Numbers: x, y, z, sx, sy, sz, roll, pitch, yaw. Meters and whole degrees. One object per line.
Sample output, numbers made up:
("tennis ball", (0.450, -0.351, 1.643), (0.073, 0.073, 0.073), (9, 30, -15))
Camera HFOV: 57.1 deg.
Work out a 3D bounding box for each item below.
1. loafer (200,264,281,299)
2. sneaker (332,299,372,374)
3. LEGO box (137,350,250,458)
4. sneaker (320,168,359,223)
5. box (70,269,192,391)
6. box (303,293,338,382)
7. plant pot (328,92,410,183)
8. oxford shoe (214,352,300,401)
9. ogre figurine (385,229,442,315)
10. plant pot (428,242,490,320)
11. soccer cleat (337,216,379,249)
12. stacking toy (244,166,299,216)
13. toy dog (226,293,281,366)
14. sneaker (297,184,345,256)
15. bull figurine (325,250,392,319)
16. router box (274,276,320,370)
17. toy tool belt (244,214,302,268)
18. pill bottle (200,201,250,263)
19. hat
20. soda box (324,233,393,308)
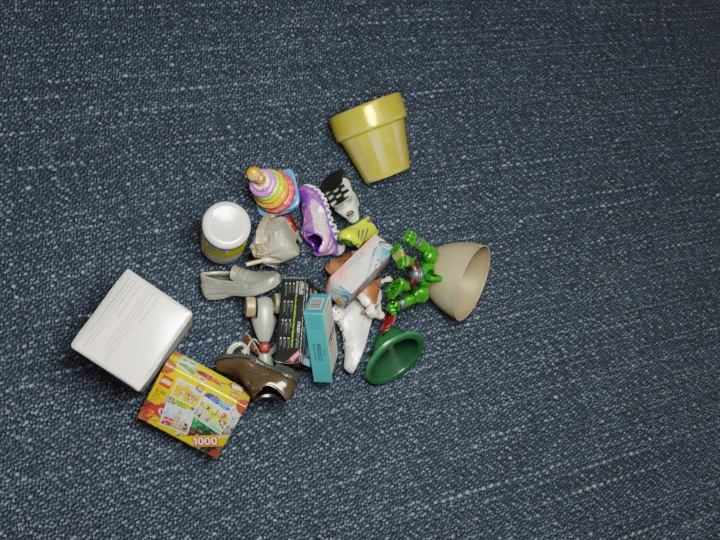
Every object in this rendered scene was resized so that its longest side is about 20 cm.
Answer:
("loafer", (-0.286, 0.023, 1.560), (0.197, 0.070, 0.071), (-8, 113, 10))
("sneaker", (-0.039, 0.149, 1.646), (0.114, 0.074, 0.202), (20, 63, -9))
("LEGO box", (-0.368, 0.299, 1.477), (0.199, 0.077, 0.150), (29, 103, -7))
("sneaker", (-0.046, -0.186, 1.690), (0.074, 0.201, 0.089), (-29, 125, 11))
("box", (-0.489, 0.139, 1.447), (0.170, 0.199, 0.201), (34, 72, -6))
("box", (-0.091, 0.160, 1.558), (0.049, 0.202, 0.083), (1, 31, 10))
("plant pot", (0.041, -0.338, 1.722), (0.199, 0.200, 0.191), (-25, 101, -19))
("oxford shoe", (-0.241, 0.241, 1.480), (0.198, 0.073, 0.085), (14, 53, 10))
("ogre figurine", (0.130, 0.010, 1.609), (0.119, 0.098, 0.203), (6, 82, -37))
("plant pot", (0.231, 0.011, 1.705), (0.133, 0.201, 0.201), (22, 68, 26))
("soccer cleat", (-0.005, -0.097, 1.652), (0.064, 0.200, 0.085), (16, 96, 20))
("stacking toy", (-0.228, -0.208, 1.595), (0.115, 0.200, 0.111), (-14, 79, 8))
("toy dog", (-0.237, 0.144, 1.591), (0.131, 0.096, 0.202), (21, 87, -13))
("sneaker", (-0.117, -0.121, 1.668), (0.088, 0.080, 0.202), (-23, 85, -35))
("bull figurine", (0.004, 0.033, 1.651), (0.200, 0.065, 0.121), (42, 41, 14))
("router box", (-0.145, 0.130, 1.570), (0.061, 0.150, 0.203), (1, 76, 10))
("toy tool belt", (-0.220, -0.069, 1.604), (0.122, 0.200, 0.126), (-30, 106, 9))
("pill bottle", (-0.318, -0.080, 1.545), (0.108, 0.200, 0.111), (3, 77, -15))
("hat", (0.053, 0.162, 1.680), (0.198, 0.167, 0.176), (-25, 50, -20))
("soda box", (0.000, 0.000, 1.586), (0.068, 0.064, 0.200), (35, 50, 11))
